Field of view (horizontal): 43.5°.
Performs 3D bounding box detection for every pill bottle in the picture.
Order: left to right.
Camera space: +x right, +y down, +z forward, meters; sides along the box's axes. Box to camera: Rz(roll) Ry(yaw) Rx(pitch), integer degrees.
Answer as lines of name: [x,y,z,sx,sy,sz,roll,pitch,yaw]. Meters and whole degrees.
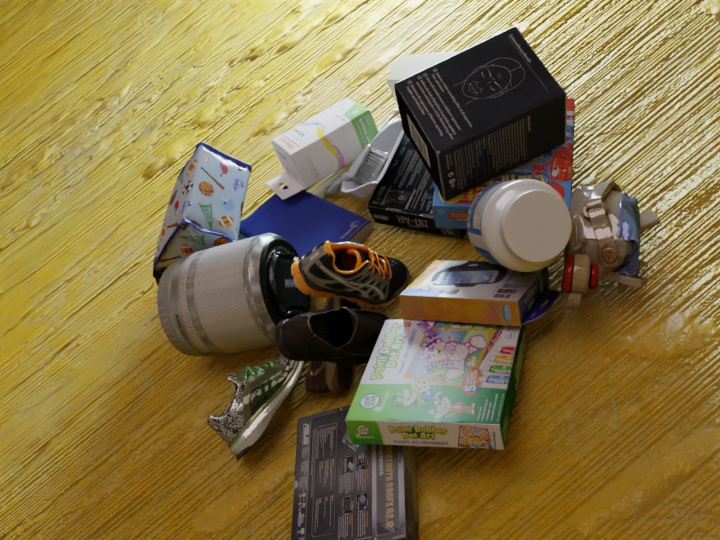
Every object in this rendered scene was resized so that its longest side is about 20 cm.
pill bottle: [0.200,-0.057,1.132,0.111,0.114,0.200,-33,6,1]

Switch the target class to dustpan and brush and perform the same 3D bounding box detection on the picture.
dustpan and brush: [-0.005,-0.157,1.458,0.200,0.056,0.141,-49,14,57]

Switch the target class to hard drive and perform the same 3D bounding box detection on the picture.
hard drive: [-0.094,-0.067,1.465,0.198,0.026,0.132,26,58,38]

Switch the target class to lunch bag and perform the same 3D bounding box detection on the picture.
lunch bag: [-0.269,-0.076,1.494,0.200,0.122,0.173,-40,33,44]

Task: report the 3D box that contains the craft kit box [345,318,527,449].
craft kit box: [0.100,0.137,1.136,0.193,0.049,0.201,-5,33,22]

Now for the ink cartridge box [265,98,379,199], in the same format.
ink cartridge box: [-0.076,-0.208,1.532,0.198,0.068,0.117,-32,29,-11]

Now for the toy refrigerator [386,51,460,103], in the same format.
toy refrigerator: [0.150,-0.321,1.524,0.196,0.076,0.071,4,55,34]

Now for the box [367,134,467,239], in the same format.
box: [0.120,-0.155,1.407,0.157,0.044,0.203,11,61,29]

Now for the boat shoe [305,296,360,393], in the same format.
boat shoe: [-0.046,0.085,1.306,0.070,0.072,0.204,-10,55,22]

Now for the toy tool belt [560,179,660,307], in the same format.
toy tool belt: [0.320,-0.032,1.137,0.120,0.127,0.201,7,33,12]

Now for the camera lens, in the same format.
camera lens: [-0.185,0.039,1.358,0.196,0.161,0.163,-12,48,24]

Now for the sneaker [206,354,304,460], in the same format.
sneaker: [-0.144,0.159,1.266,0.202,0.088,0.077,-57,7,-20]

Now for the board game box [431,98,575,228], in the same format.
board game box: [0.211,-0.157,1.315,0.195,0.056,0.200,1,59,13]

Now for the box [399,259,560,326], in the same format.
box: [0.164,0.028,1.212,0.196,0.042,0.119,0,24,33]

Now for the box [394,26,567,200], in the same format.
box: [0.168,-0.221,1.266,0.197,0.108,0.150,-25,57,-3]

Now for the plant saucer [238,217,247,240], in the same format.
plant saucer: [-0.197,-0.019,1.515,0.196,0.028,0.203,-16,48,18]

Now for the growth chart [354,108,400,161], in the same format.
growth chart: [0.073,-0.195,1.505,0.145,0.018,0.199,-47,45,-11]

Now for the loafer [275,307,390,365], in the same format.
loafer: [-0.019,0.087,1.211,0.071,0.197,0.075,-28,72,43]

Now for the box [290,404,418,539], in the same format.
box: [-0.007,0.266,1.142,0.155,0.049,0.203,-16,47,17]

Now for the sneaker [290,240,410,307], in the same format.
sneaker: [0.000,0.000,1.274,0.077,0.197,0.080,-45,56,39]
